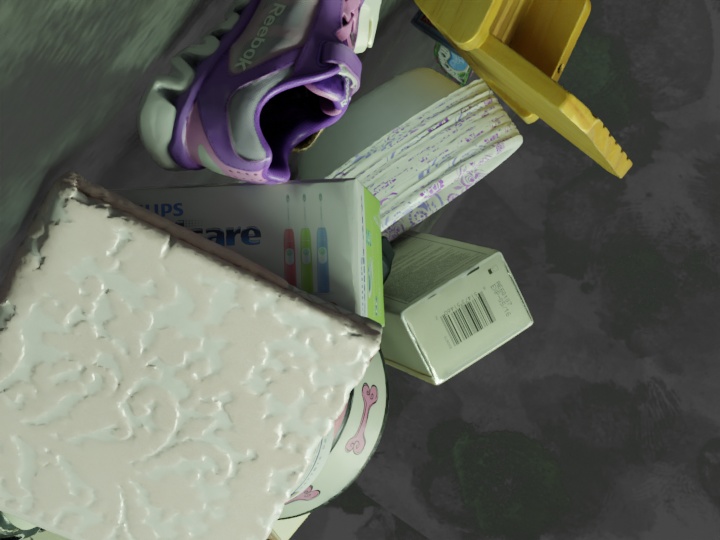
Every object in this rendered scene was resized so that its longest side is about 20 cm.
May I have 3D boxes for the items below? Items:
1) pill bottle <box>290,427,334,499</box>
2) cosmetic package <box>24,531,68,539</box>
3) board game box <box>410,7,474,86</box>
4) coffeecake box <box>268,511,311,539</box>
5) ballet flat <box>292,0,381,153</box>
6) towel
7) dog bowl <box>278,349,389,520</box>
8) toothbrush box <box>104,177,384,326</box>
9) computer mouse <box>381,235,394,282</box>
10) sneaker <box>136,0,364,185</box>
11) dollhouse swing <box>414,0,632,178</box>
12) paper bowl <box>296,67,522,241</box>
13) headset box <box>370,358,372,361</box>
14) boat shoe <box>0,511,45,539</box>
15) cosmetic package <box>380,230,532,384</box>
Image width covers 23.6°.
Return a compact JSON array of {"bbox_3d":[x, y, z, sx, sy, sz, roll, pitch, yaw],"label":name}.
[{"bbox_3d":[-0.107,0.102,1.116,0.120,0.120,0.200,-57,161,10],"label":"pill bottle"},{"bbox_3d":[-0.216,0.204,1.212,0.200,0.103,0.073,-57,-176,7],"label":"cosmetic package"},{"bbox_3d":[0.117,-0.265,1.617,0.200,0.062,0.200,-53,174,-19],"label":"board game box"},{"bbox_3d":[-0.098,0.160,1.605,0.154,0.073,0.200,-48,-152,-25],"label":"coffeecake box"},{"bbox_3d":[-0.019,-0.143,1.042,0.070,0.065,0.200,-12,151,-25],"label":"ballet flat"},{"bbox_3d":[-0.113,0.066,0.913,0.200,0.191,0.032,-59,-166,25],"label":"towel"},{"bbox_3d":[-0.082,0.100,1.411,0.200,0.200,0.074,-56,152,-1],"label":"dog bowl"},{"bbox_3d":[-0.064,-0.004,1.013,0.200,0.145,0.086,34,54,-85],"label":"toothbrush box"},{"bbox_3d":[0.000,0.000,1.339,0.059,0.034,0.200,-33,176,4],"label":"computer mouse"},{"bbox_3d":[-0.028,-0.125,0.922,0.200,0.088,0.080,-56,148,-9],"label":"sneaker"},{"bbox_3d":[0.167,-0.204,1.427,0.182,0.176,0.200,-64,154,-4],"label":"dollhouse swing"},{"bbox_3d":[0.028,-0.093,1.440,0.200,0.104,0.201,-34,178,-1],"label":"paper bowl"},{"bbox_3d":[-0.096,0.086,1.319,0.075,0.149,0.200,36,87,-47],"label":"headset box"},{"bbox_3d":[-0.211,0.128,1.063,0.066,0.075,0.199,-28,-172,8],"label":"boat shoe"},{"bbox_3d":[0.051,0.027,1.476,0.103,0.073,0.200,-31,-165,-14],"label":"cosmetic package"}]
